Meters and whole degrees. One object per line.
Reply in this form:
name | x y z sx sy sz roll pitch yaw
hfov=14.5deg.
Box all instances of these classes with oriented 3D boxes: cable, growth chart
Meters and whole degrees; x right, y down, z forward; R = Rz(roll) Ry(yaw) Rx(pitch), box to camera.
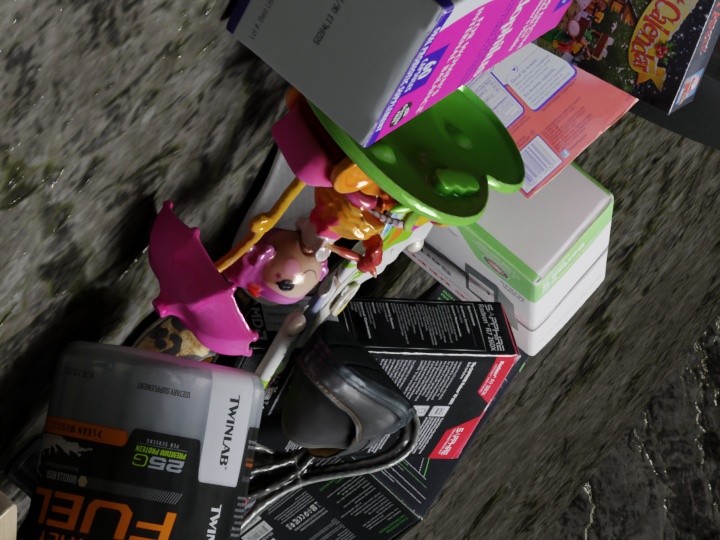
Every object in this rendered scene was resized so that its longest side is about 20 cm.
cable | -0.057 0.133 1.825 0.199 0.098 0.050 -6 176 -4
growth chart | 0.000 0.000 1.731 0.200 0.018 0.145 -44 172 -30

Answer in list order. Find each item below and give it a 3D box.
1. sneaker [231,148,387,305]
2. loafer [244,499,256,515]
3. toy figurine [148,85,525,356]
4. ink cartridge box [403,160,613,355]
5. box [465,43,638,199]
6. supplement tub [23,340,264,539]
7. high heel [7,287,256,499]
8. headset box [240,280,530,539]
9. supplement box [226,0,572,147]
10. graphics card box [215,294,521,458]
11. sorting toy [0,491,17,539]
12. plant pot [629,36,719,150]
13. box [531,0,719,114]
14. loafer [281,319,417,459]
sneaker | -0.002 -0.068 1.698 0.099 0.071 0.200 -39 169 -49
loafer | -0.144 0.156 1.879 0.200 0.072 0.063 -11 160 -50
toy figurine | -0.031 -0.031 1.566 0.184 0.151 0.200 -41 155 25
ink cartridge box | 0.089 -0.037 1.900 0.084 0.145 0.200 -48 167 -10
box | 0.141 -0.152 1.690 0.200 0.103 0.095 -43 -175 15
supplement tub | -0.129 0.147 1.601 0.123 0.122 0.201 29 70 -77
high heel | -0.097 0.107 1.714 0.200 0.142 0.071 -45 167 -15
headset box | 0.012 0.120 2.080 0.174 0.093 0.200 -41 -170 48
supplement box | 0.039 -0.162 1.472 0.200 0.103 0.101 -37 163 -48
graphics card box | -0.009 0.072 1.877 0.199 0.051 0.126 1 143 -23
sorting toy | -0.284 0.206 1.554 0.199 0.070 0.200 -43 166 -24
plant pot | 0.227 -0.194 1.832 0.200 0.177 0.200 -45 168 -10
box | 0.152 -0.205 1.542 0.038 0.136 0.201 -29 144 -57
loafer | -0.014 0.083 1.728 0.072 0.073 0.200 -40 165 -1
